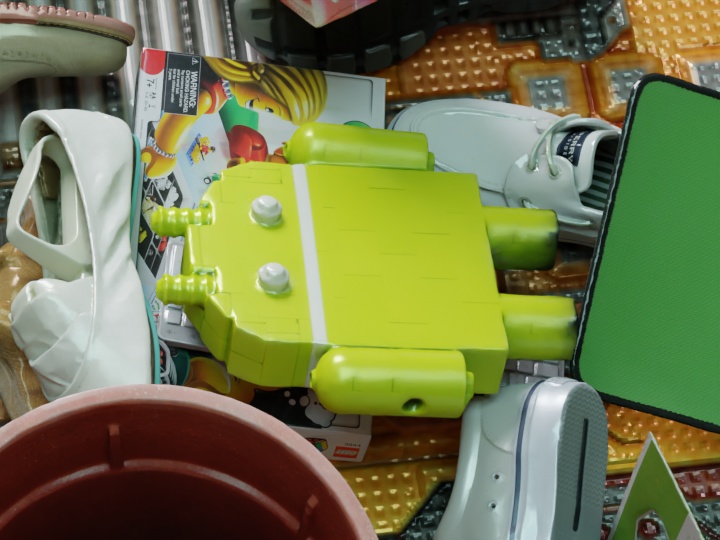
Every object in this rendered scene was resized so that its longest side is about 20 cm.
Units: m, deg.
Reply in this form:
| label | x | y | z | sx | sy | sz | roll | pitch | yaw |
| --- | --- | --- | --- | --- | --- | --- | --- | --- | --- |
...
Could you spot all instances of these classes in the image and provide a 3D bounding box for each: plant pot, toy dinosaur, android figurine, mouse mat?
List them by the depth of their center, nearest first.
| label | x | y | z | sx | sy | sz | roll | pitch | yaw |
| --- | --- | --- | --- | --- | --- | --- | --- | --- | --- |
| plant pot | -0.092 | 0.181 | 1.225 | 0.199 | 0.196 | 0.202 | 2 | 63 | -3 |
| android figurine | 0.000 | 0.000 | 1.354 | 0.199 | 0.041 | 0.183 | 5 | 44 | -10 |
| toy dinosaur | -0.166 | 0.036 | 1.372 | 0.105 | 0.061 | 0.201 | -4 | 63 | -8 |
| mouse mat | 0.205 | 0.006 | 1.388 | 0.199 | 0.008 | 0.162 | 17 | 80 | -15 |

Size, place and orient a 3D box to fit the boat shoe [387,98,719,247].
| label | x | y | z | sx | sy | sz | roll | pitch | yaw |
| --- | --- | --- | --- | --- | --- | --- | --- | --- | --- |
| boat shoe | 0.109 | -0.051 | 1.430 | 0.199 | 0.067 | 0.074 | 16 | 62 | 4 |

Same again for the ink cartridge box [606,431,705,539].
| label | x | y | z | sx | sy | sz | roll | pitch | yaw |
| --- | --- | --- | --- | --- | --- | --- | --- | --- | --- |
| ink cartridge box | 0.191 | 0.172 | 1.275 | 0.075 | 0.148 | 0.201 | -20 | 66 | -14 |

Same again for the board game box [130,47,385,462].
| label | x | y | z | sx | sy | sz | roll | pitch | yaw |
| --- | --- | --- | --- | --- | --- | --- | --- | --- | --- |
| board game box | -0.054 | -0.009 | 1.410 | 0.125 | 0.035 | 0.201 | 6 | 62 | -8 |

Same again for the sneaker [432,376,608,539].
| label | x | y | z | sx | sy | sz | roll | pitch | yaw |
| --- | --- | --- | --- | --- | --- | --- | --- | --- | --- |
| sneaker | 0.068 | 0.149 | 1.332 | 0.070 | 0.073 | 0.201 | -4 | 67 | 36 |

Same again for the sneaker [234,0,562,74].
| label | x | y | z | sx | sy | sz | roll | pitch | yaw |
| --- | --- | --- | --- | --- | --- | --- | --- | --- | --- |
| sneaker | 0.026 | -0.159 | 1.490 | 0.199 | 0.076 | 0.079 | -15 | 45 | -13 |

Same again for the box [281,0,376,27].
| label | x | y | z | sx | sy | sz | roll | pitch | yaw |
| --- | --- | --- | --- | --- | --- | --- | --- | --- | --- |
| box | -0.036 | -0.214 | 1.436 | 0.094 | 0.103 | 0.200 | -26 | 35 | -16 |

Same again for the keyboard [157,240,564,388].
| label | x | y | z | sx | sy | sz | roll | pitch | yaw |
| --- | --- | --- | --- | --- | --- | --- | --- | --- | --- |
| keyboard | 0.002 | 0.027 | 1.377 | 0.199 | 0.011 | 0.057 | 11 | 62 | -10 |

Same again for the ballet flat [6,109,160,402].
| label | x | y | z | sx | sy | sz | roll | pitch | yaw |
| --- | --- | --- | --- | --- | --- | --- | --- | --- | --- |
| ballet flat | -0.136 | 0.005 | 1.345 | 0.069 | 0.070 | 0.201 | -3 | 53 | -5 |

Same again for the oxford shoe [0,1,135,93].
| label | x | y | z | sx | sy | sz | roll | pitch | yaw |
| --- | --- | --- | --- | --- | --- | --- | --- | --- | --- |
| oxford shoe | -0.210 | -0.092 | 1.441 | 0.199 | 0.071 | 0.074 | -6 | 85 | -4 |
